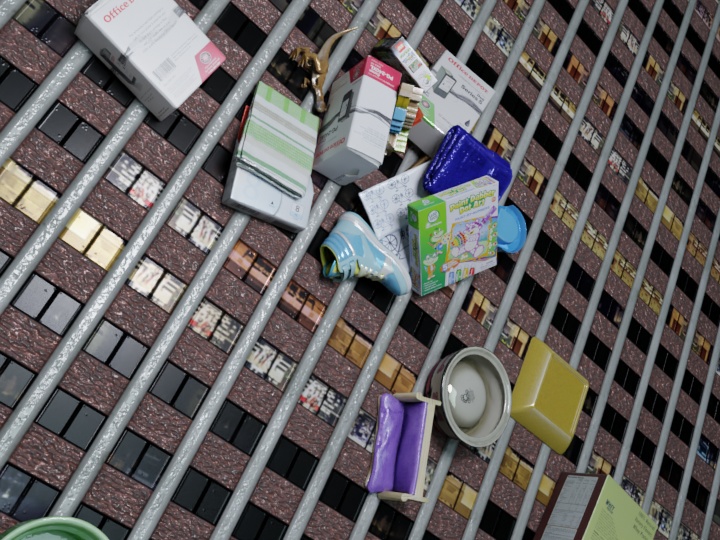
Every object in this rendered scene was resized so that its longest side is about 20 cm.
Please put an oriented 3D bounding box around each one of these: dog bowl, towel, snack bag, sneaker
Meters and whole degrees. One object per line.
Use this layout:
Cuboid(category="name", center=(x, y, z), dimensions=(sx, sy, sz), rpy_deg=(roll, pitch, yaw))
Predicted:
Cuboid(category="dog bowl", center=(0.283, -0.114, 1.678), dimensions=(0.199, 0.049, 0.112), rpy_deg=(33, 64, -26))
Cuboid(category="towel", center=(0.225, -0.189, 1.540), dimensions=(0.199, 0.049, 0.149), rpy_deg=(26, 93, -41))
Cuboid(category="snack bag", center=(0.105, -0.099, 1.533), dimensions=(0.187, 0.021, 0.202), rpy_deg=(-25, 104, -22))
Cuboid(category="towel", center=(-0.150, -0.240, 1.395), dimensions=(0.149, 0.031, 0.201), rpy_deg=(30, 49, -28))
Cuboid(category="dog bowl", center=(0.216, 0.257, 1.542), dimensions=(0.199, 0.074, 0.202), rpy_deg=(8, 77, -36))
Cuboid(category="sneaker", center=(0.000, 0.000, 1.447), dimensions=(0.200, 0.079, 0.131), rpy_deg=(47, 57, -7))

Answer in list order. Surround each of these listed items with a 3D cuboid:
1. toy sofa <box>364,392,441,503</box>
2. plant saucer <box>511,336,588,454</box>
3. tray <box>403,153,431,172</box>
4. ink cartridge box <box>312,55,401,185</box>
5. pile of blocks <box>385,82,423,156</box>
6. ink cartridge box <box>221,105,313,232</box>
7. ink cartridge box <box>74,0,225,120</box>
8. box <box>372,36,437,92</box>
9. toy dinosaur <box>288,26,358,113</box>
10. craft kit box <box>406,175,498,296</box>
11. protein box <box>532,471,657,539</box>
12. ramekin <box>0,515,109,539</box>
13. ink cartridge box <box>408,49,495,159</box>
Cuboid(category="toy sofa", center=(0.081, 0.334, 1.434), dimensions=(0.097, 0.083, 0.202), rpy_deg=(21, 70, -30))
Cuboid(category="plant saucer", center=(0.439, 0.282, 1.711), dimensions=(0.200, 0.048, 0.201), rpy_deg=(38, 61, -23))
Cuboid(category="tray", center=(0.150, -0.193, 1.611), dimensions=(0.200, 0.037, 0.099), rpy_deg=(-42, 104, -33))
Cuboid(category="ink cartridge box", center=(-0.009, -0.284, 1.452), dimensions=(0.083, 0.145, 0.202), rpy_deg=(23, 68, -27))
Cuboid(category="pile of blocks", center=(0.086, -0.283, 1.484), dimensions=(0.062, 0.200, 0.083), rpy_deg=(12, 60, -5))
Cuboid(category="ink cartridge box", center=(-0.156, -0.190, 1.393), dimensions=(0.159, 0.047, 0.202), rpy_deg=(21, 71, -30))
Cuboid(category="ink cartridge box", center=(-0.353, -0.379, 1.273), dimensions=(0.200, 0.085, 0.146), rpy_deg=(47, 59, -20))
Cuboid(category="box", center=(0.086, -0.415, 1.520), dimensions=(0.035, 0.200, 0.110), rpy_deg=(-41, 108, 4))
Cuboid(category="toy dinosaur", center=(-0.081, -0.410, 1.491), dimensions=(0.106, 0.060, 0.202), rpy_deg=(21, 79, -43))
Cuboid(category="craft kit box", center=(0.190, -0.070, 1.530), dimensions=(0.199, 0.048, 0.199), rpy_deg=(-22, 123, -23))
Cuboid(category="protein box", center=(0.508, 0.581, 1.647), dimensions=(0.199, 0.135, 0.201), rpy_deg=(45, 60, -18))
Cuboid(category="ramekin", center=(-0.441, 0.441, 1.046), dimensions=(0.199, 0.097, 0.202), rpy_deg=(7, 77, -33))
Cuboid(category="ink cartridge box", center=(0.177, -0.348, 1.605), dimensions=(0.145, 0.084, 0.201), rpy_deg=(38, 58, -7))
